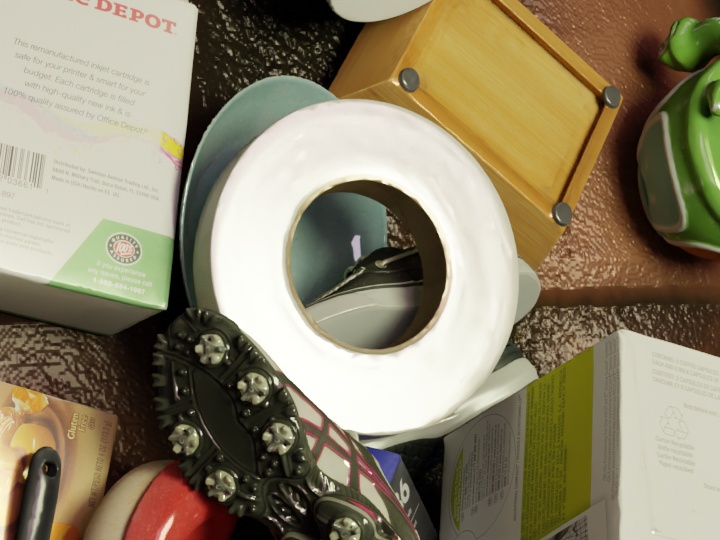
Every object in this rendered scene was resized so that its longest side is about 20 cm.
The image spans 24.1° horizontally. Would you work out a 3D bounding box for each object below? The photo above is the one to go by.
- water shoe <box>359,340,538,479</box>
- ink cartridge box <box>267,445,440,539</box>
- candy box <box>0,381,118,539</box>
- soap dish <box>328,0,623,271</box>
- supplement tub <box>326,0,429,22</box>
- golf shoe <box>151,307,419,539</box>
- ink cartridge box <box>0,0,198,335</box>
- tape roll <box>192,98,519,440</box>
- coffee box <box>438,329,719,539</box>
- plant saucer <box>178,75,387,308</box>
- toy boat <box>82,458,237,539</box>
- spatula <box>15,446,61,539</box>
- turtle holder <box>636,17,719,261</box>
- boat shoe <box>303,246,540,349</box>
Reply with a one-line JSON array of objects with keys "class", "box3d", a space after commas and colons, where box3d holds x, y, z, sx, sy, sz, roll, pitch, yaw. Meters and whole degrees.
[{"class": "water shoe", "box3d": [0.023, 0.091, 1.105, 0.199, 0.072, 0.079, -19, 59, -34]}, {"class": "ink cartridge box", "box3d": [0.014, 0.187, 1.015, 0.201, 0.039, 0.100, 63, 36, -31]}, {"class": "candy box", "box3d": [-0.212, 0.163, 0.927, 0.115, 0.055, 0.201, 20, 66, -27]}, {"class": "soap dish", "box3d": [0.086, -0.116, 1.186, 0.200, 0.081, 0.158, 39, 59, -18]}, {"class": "supplement tub", "box3d": [-0.009, -0.281, 1.112, 0.140, 0.140, 0.201, -14, 66, -35]}, {"class": "golf shoe", "box3d": [-0.040, 0.105, 0.926, 0.200, 0.077, 0.088, 54, 20, -1]}, {"class": "ink cartridge box", "box3d": [-0.184, -0.078, 0.998, 0.145, 0.087, 0.201, 14, 70, -29]}, {"class": "tape roll", "box3d": [0.000, 0.000, 1.001, 0.202, 0.037, 0.204, 5, 78, -23]}, {"class": "coffee box", "box3d": [0.174, 0.181, 0.992, 0.199, 0.198, 0.201, 17, 59, -23]}, {"class": "plant saucer", "box3d": [-0.057, -0.022, 1.066, 0.201, 0.039, 0.202, -4, 95, -53]}, {"class": "toy boat", "box3d": [-0.084, 0.204, 0.931, 0.130, 0.131, 0.201, -1, 73, 7]}, {"class": "spatula", "box3d": [-0.178, 0.191, 0.891, 0.056, 0.020, 0.201, 21, 62, -42]}, {"class": "turtle holder", "box3d": [0.265, -0.093, 1.263, 0.141, 0.132, 0.186, -35, 95, -34]}, {"class": "boat shoe", "box3d": [0.020, 0.022, 1.082, 0.199, 0.071, 0.064, -14, 45, -32]}]
